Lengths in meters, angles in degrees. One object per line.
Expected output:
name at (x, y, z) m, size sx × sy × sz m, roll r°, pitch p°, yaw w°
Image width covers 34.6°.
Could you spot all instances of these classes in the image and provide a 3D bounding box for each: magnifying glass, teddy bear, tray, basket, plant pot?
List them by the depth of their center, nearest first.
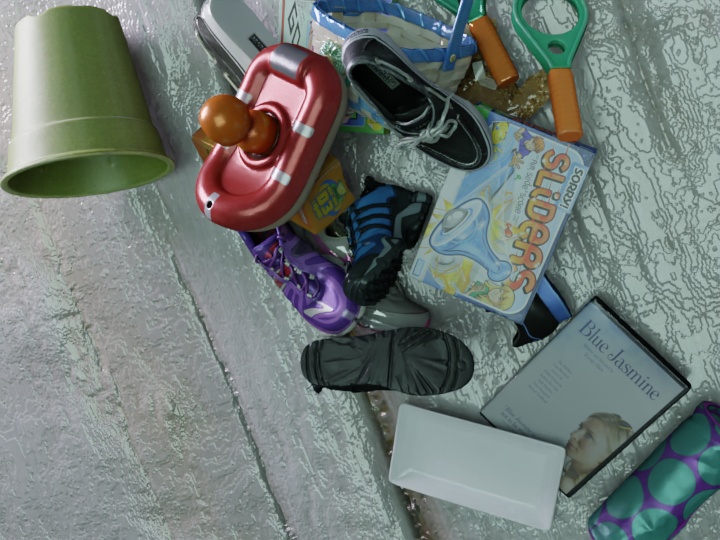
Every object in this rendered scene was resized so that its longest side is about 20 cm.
basket at (0.038, -0.255, 1.196) m, size 0.176 × 0.139 × 0.200 m, roll 30°, pitch 117°, yaw 37°
magnifying glass at (0.203, -0.222, 1.197) m, size 0.079 × 0.022 × 0.200 m, roll -2°, pitch 64°, yaw -3°
magnifying glass at (0.118, -0.285, 1.245) m, size 0.079 × 0.022 × 0.200 m, roll -27°, pitch 73°, yaw 10°
teddy bear at (0.142, -0.184, 1.271) m, size 0.145 × 0.067 × 0.200 m, roll -45°, pitch 78°, yaw 8°
tray at (0.134, 0.223, 1.339) m, size 0.200 × 0.022 × 0.108 m, roll 14°, pitch 110°, yaw 19°
plant pot at (-0.329, -0.200, 1.352) m, size 0.200 × 0.200 × 0.190 m, roll -12°, pitch 82°, yaw 18°

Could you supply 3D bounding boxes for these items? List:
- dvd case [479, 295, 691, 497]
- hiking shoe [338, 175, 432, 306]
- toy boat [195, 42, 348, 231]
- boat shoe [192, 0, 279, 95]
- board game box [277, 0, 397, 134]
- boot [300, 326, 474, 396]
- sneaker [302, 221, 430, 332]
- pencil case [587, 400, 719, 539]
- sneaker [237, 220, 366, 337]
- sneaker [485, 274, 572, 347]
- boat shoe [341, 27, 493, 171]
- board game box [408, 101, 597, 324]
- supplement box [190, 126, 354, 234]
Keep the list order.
dvd case at (0.247, 0.144, 1.291) m, size 0.143 × 0.018 × 0.200 m, roll 44°, pitch 116°, yaw 6°
hiking shoe at (0.009, -0.031, 1.260) m, size 0.087 × 0.200 × 0.075 m, roll 22°, pitch 125°, yaw 8°
toy boat at (-0.110, -0.139, 1.167) m, size 0.130 × 0.131 × 0.200 m, roll 31°, pitch 100°, yaw 39°
boat shoe at (-0.113, -0.221, 1.308) m, size 0.200 × 0.071 × 0.064 m, roll 54°, pitch 141°, yaw -5°
board game box at (-0.027, -0.260, 1.320) m, size 0.134 × 0.029 × 0.200 m, roll 6°, pitch 100°, yaw 16°
boot at (0.029, 0.106, 1.291) m, size 0.198 × 0.162 × 0.074 m, roll -2°, pitch 82°, yaw 7°
sneaker at (0.000, 0.000, 1.324) m, size 0.200 × 0.081 × 0.088 m, roll 33°, pitch 108°, yaw 9°
pencil case at (0.343, 0.239, 1.257) m, size 0.092 × 0.085 × 0.200 m, roll 45°, pitch 109°, yaw 22°
sneaker at (-0.077, -0.001, 1.269) m, size 0.200 × 0.083 × 0.081 m, roll 42°, pitch 102°, yaw 27°
sneaker at (0.149, -0.007, 1.284) m, size 0.078 × 0.070 × 0.200 m, roll -36°, pitch 89°, yaw 11°
boat shoe at (0.060, -0.153, 1.126) m, size 0.074 × 0.068 × 0.199 m, roll -32°, pitch 124°, yaw 23°
board game box at (0.148, -0.060, 1.221) m, size 0.135 × 0.034 × 0.200 m, roll 23°, pitch 109°, yaw 9°
supplement box at (-0.100, -0.116, 1.292) m, size 0.200 × 0.067 × 0.069 m, roll 27°, pitch 63°, yaw 39°
